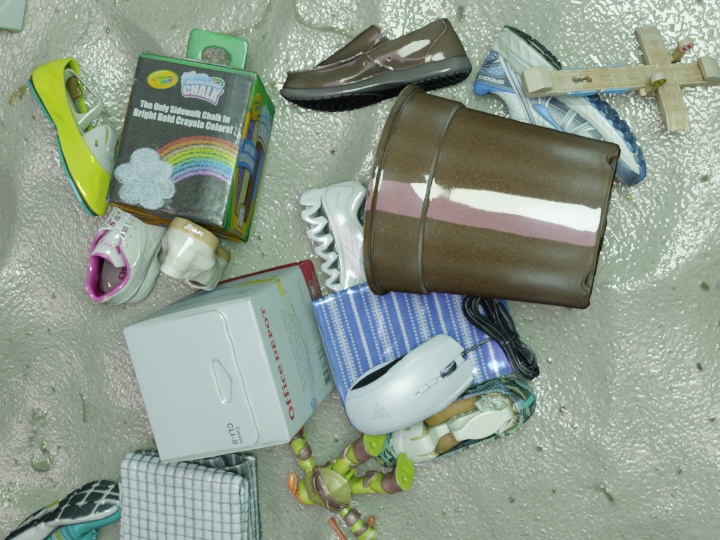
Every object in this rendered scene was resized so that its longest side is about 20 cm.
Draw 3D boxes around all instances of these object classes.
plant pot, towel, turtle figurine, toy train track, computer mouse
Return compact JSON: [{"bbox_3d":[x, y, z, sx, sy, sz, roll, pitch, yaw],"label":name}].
[{"bbox_3d":[0.126,-0.055,0.771,0.197,0.200,0.201,12,103,16],"label":"plant pot"},{"bbox_3d":[-0.201,0.309,1.001,0.165,0.086,0.201,3,103,15],"label":"towel"},{"bbox_3d":[-0.029,0.224,0.928,0.161,0.064,0.201,-34,87,37],"label":"turtle figurine"},{"bbox_3d":[0.247,-0.184,0.773,0.199,0.033,0.115,-6,71,-11],"label":"toy train track"},{"bbox_3d":[0.063,0.069,0.876,0.199,0.024,0.146,-18,101,-7],"label":"towel"},{"bbox_3d":[0.078,0.109,0.854,0.199,0.044,0.110,-32,102,-2],"label":"computer mouse"}]

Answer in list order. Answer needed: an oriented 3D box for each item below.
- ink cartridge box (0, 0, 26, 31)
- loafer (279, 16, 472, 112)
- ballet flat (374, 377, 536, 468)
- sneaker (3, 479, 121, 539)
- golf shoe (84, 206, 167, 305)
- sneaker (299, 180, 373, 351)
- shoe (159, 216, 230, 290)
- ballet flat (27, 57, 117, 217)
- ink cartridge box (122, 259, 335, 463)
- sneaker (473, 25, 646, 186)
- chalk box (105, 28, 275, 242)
[{"bbox_3d":[-0.480,-0.357,0.950,0.199,0.067,0.118,18,104,10],"label":"ink cartridge box"},{"bbox_3d":[0.013,-0.212,0.861,0.199,0.073,0.071,-9,88,10],"label":"loafer"},{"bbox_3d":[0.093,0.170,0.907,0.199,0.074,0.075,-28,93,17],"label":"ballet flat"},{"bbox_3d":[-0.359,0.326,1.054,0.199,0.078,0.080,-29,102,27],"label":"sneaker"},{"bbox_3d":[-0.254,-0.049,0.941,0.075,0.092,0.201,20,103,10],"label":"golf shoe"},{"bbox_3d":[0.000,0.000,0.900,0.081,0.075,0.201,-18,96,7],"label":"sneaker"},{"bbox_3d":[-0.175,-0.011,0.854,0.070,0.200,0.054,22,82,-3],"label":"shoe"},{"bbox_3d":[-0.308,-0.156,0.930,0.067,0.067,0.201,-29,71,1],"label":"ballet flat"},{"bbox_3d":[-0.124,0.088,0.876,0.144,0.200,0.146,-13,97,16],"label":"ink cartridge box"},{"bbox_3d":[0.194,-0.147,0.828,0.200,0.077,0.085,46,117,10],"label":"sneaker"},{"bbox_3d":[-0.164,-0.144,0.864,0.124,0.124,0.201,12,84,4],"label":"chalk box"}]
